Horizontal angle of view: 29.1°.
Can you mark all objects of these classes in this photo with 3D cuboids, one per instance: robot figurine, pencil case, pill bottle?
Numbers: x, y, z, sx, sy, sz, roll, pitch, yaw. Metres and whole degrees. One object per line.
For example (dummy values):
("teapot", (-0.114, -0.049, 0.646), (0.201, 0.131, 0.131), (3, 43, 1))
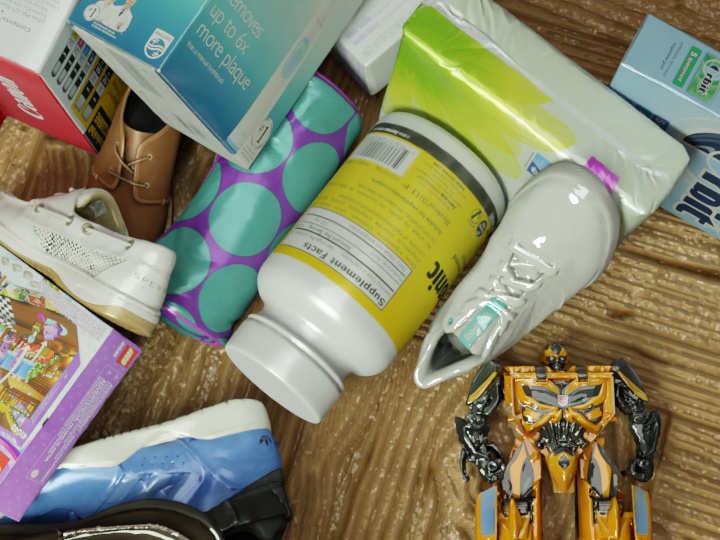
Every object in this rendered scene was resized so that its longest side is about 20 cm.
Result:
("robot figurine", (0.138, 0.149, 0.951), (0.144, 0.058, 0.202), (-1, 81, 0))
("pencil case", (-0.084, -0.048, 0.978), (0.092, 0.085, 0.201), (32, 82, -10))
("pill bottle", (0.000, 0.000, 0.942), (0.111, 0.111, 0.200), (37, 75, 7))

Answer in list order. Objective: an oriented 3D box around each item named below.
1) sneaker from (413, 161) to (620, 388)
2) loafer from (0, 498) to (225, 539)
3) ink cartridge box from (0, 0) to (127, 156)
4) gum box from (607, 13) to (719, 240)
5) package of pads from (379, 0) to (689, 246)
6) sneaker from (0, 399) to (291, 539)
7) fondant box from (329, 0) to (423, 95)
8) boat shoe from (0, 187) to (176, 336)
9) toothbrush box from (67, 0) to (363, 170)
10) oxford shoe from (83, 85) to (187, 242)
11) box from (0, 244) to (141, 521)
("sneaker", (0.096, 0.015, 0.901), (0.075, 0.200, 0.088), (41, 47, 8))
("loafer", (-0.178, 0.197, 0.873), (0.199, 0.071, 0.073), (-11, 104, 16))
("ink cartridge box", (-0.212, -0.155, 0.941), (0.083, 0.200, 0.177), (24, 81, 5))
("gum box", (0.251, -0.072, 0.929), (0.199, 0.170, 0.045), (30, 75, 6))
("package of pads", (0.109, -0.092, 0.946), (0.200, 0.155, 0.068), (39, 73, 5))
("sneaker", (-0.145, 0.170, 0.938), (0.199, 0.077, 0.112), (-17, 70, -8))
("fondant box", (-0.004, -0.250, 1.015), (0.144, 0.058, 0.200), (-41, 74, -5))
("boat shoe", (-0.187, -0.022, 0.941), (0.199, 0.071, 0.070), (28, 87, 40))
("toothbrush box", (-0.073, -0.190, 0.897), (0.085, 0.146, 0.201), (29, 80, 26))
("oxford shoe", (-0.164, -0.071, 0.992), (0.071, 0.071, 0.201), (14, 85, 2))
("box", (-0.256, 0.058, 0.943), (0.199, 0.039, 0.137), (31, 82, 36))
